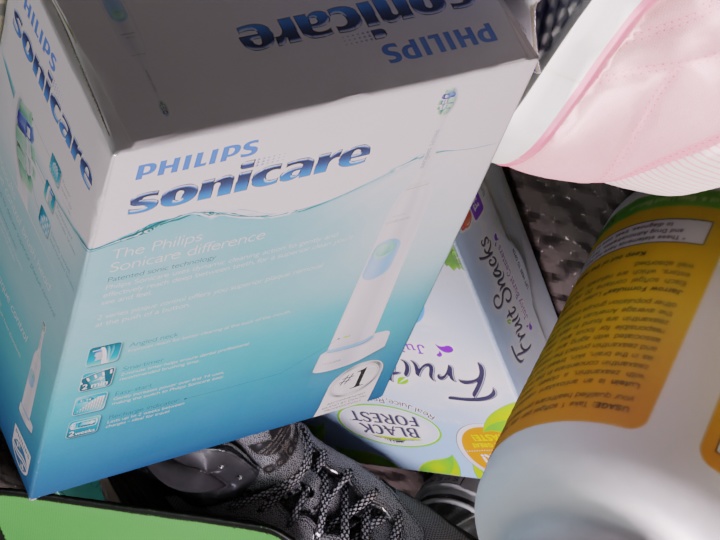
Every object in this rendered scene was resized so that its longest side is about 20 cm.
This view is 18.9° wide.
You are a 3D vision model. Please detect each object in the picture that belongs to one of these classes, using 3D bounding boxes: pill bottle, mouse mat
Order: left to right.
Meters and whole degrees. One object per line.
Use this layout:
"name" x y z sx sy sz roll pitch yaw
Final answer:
"mouse mat" -0.075 0.177 0.961 0.160 0.008 0.201 5 128 26
"pill bottle" 0.107 0.069 0.780 0.111 0.200 0.111 18 141 16

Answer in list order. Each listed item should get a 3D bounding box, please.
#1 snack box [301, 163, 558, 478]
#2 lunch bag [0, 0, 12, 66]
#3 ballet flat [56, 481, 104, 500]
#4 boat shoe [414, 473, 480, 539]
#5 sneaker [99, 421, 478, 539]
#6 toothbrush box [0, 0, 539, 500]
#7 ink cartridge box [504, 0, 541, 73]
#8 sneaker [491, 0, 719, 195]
"snack box" 0.000 0.000 0.894 0.142 0.053 0.200 6 137 31
"lunch bag" -0.095 -0.187 0.678 0.168 0.139 0.200 61 154 29
"ballet flat" -0.088 0.143 1.123 0.200 0.067 0.062 44 170 -12
"boat shoe" 0.084 0.181 1.027 0.200 0.071 0.072 45 140 -21
"sneaker" -0.023 0.095 0.913 0.199 0.076 0.114 22 148 13
"toothbrush box" -0.046 -0.024 0.722 0.085 0.146 0.200 62 152 26
"ink cartridge box" 0.034 -0.166 0.655 0.100 0.039 0.200 55 164 45
"sneaker" 0.120 -0.098 0.697 0.104 0.076 0.200 17 133 -25
